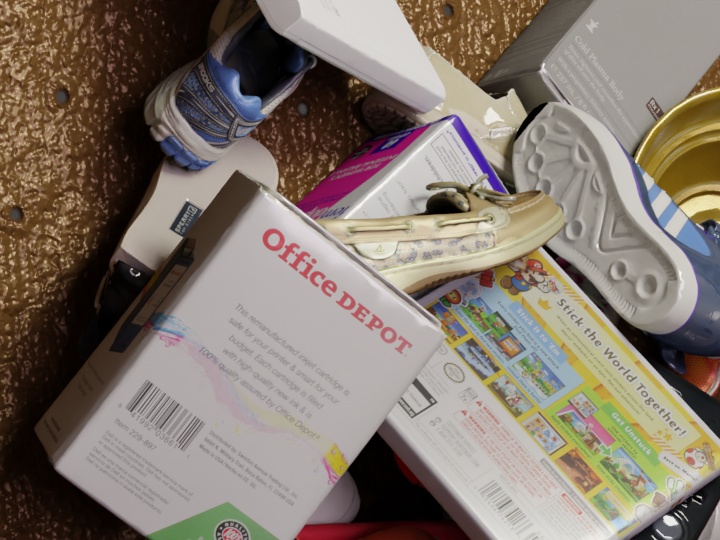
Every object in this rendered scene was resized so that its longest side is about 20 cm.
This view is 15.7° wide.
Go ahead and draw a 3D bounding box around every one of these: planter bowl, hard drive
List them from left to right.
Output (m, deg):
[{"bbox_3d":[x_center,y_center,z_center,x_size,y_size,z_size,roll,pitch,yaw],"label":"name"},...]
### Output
[{"bbox_3d":[-0.024,-0.179,1.659,0.200,0.026,0.132,23,35,-61],"label":"hard drive"},{"bbox_3d":[0.266,-0.022,1.839,0.199,0.083,0.202,4,73,-14],"label":"planter bowl"}]

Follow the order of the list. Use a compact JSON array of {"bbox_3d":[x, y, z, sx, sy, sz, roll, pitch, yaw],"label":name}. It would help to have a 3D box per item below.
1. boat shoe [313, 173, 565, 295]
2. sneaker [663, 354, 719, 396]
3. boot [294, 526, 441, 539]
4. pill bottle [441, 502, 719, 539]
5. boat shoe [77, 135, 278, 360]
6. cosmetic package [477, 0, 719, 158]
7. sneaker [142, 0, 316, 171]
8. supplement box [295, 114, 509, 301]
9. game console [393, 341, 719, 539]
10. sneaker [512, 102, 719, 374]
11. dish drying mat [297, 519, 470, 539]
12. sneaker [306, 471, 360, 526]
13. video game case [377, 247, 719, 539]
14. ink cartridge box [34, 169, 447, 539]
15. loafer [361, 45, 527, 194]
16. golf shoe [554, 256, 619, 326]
[{"bbox_3d":[0.043,-0.024,1.620,0.199,0.073,0.063,-19,96,-35],"label":"boat shoe"},{"bbox_3d":[0.243,0.029,1.902,0.077,0.073,0.201,24,64,-9],"label":"sneaker"},{"bbox_3d":[-0.034,0.196,1.607,0.199,0.075,0.108,-25,129,-17],"label":"boot"},{"bbox_3d":[0.163,0.160,1.786,0.199,0.109,0.111,8,79,-35],"label":"pill bottle"},{"bbox_3d":[-0.119,-0.011,1.635,0.074,0.093,0.200,33,35,2],"label":"boat shoe"},{"bbox_3d":[0.185,-0.161,1.863,0.107,0.090,0.200,49,62,-18],"label":"cosmetic package"},{"bbox_3d":[-0.057,-0.140,1.658,0.077,0.085,0.200,46,41,-15],"label":"sneaker"},{"bbox_3d":[0.000,0.000,1.693,0.200,0.101,0.104,-45,109,-32],"label":"supplement box"},{"bbox_3d":[0.133,0.106,1.643,0.199,0.031,0.177,33,56,5],"label":"game console"},{"bbox_3d":[0.195,-0.020,1.743,0.146,0.081,0.200,18,31,-48],"label":"sneaker"},{"bbox_3d":[-0.013,0.195,1.682,0.199,0.018,0.077,3,122,-36],"label":"dish drying mat"},{"bbox_3d":[-0.072,0.125,1.624,0.199,0.099,0.075,22,69,-34],"label":"sneaker"},{"bbox_3d":[0.105,0.089,1.618,0.181,0.023,0.200,-30,68,-34],"label":"video game case"},{"bbox_3d":[-0.069,0.065,1.507,0.145,0.087,0.200,38,90,-19],"label":"ink cartridge box"},{"bbox_3d":[0.093,-0.088,1.791,0.199,0.075,0.069,33,71,-28],"label":"loafer"},{"bbox_3d":[0.136,0.044,1.745,0.075,0.092,0.200,22,29,-6],"label":"golf shoe"}]
